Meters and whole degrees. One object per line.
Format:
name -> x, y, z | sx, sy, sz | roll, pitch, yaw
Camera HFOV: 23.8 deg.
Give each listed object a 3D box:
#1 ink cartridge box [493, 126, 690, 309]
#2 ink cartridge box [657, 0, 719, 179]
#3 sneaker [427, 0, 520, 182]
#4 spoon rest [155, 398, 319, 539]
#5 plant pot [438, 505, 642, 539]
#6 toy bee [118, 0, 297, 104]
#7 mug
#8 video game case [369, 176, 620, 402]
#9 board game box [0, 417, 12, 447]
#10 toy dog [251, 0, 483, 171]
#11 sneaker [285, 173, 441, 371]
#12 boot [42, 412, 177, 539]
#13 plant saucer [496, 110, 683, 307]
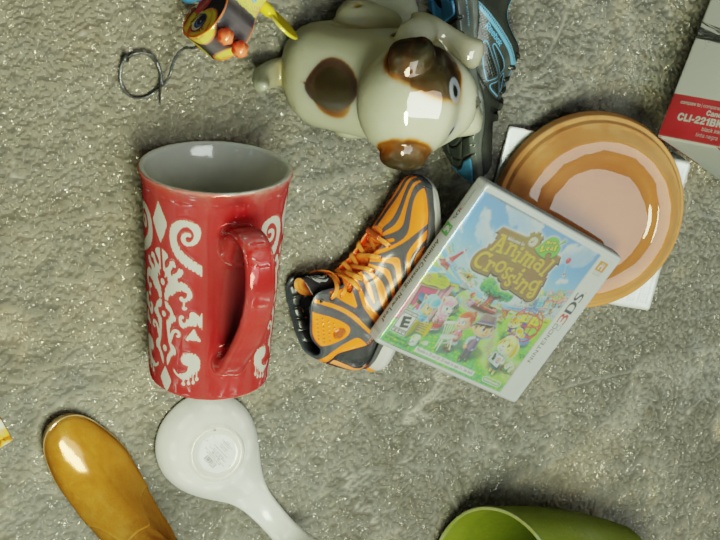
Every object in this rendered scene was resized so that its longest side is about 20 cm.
ink cartridge box -> 0.218, -0.056, 1.725 | 0.199, 0.047, 0.161 | 10, 105, -14
ink cartridge box -> 0.398, -0.194, 1.702 | 0.144, 0.084, 0.201 | 25, 84, -43
sneaker -> 0.115, -0.180, 1.594 | 0.082, 0.073, 0.201 | -14, 116, -25
spoon rest -> -0.117, 0.201, 1.634 | 0.099, 0.061, 0.200 | -41, 109, -10
plant pot -> 0.208, 0.327, 1.793 | 0.199, 0.187, 0.188 | -4, 111, -43
toy bee -> -0.106, -0.217, 1.441 | 0.131, 0.109, 0.201 | 12, 103, -33
mug -> -0.133, 0.010, 1.484 | 0.133, 0.178, 0.201 | 6, 114, 2
video game case -> 0.131, 0.023, 1.625 | 0.200, 0.022, 0.182 | 25, 106, -38
board game box -> -0.362, 0.044, 1.377 | 0.046, 0.151, 0.200 | -32, 120, -14
toy dog -> 0.023, -0.165, 1.474 | 0.193, 0.200, 0.140 | 5, 106, -30
sneaker -> 0.000, 0.000, 1.598 | 0.112, 0.078, 0.201 | 11, 103, -32
boot -> -0.204, 0.227, 1.536 | 0.071, 0.144, 0.202 | -36, 121, -12
plant saucer -> 0.228, -0.055, 1.683 | 0.199, 0.037, 0.201 | -4, 109, -11
